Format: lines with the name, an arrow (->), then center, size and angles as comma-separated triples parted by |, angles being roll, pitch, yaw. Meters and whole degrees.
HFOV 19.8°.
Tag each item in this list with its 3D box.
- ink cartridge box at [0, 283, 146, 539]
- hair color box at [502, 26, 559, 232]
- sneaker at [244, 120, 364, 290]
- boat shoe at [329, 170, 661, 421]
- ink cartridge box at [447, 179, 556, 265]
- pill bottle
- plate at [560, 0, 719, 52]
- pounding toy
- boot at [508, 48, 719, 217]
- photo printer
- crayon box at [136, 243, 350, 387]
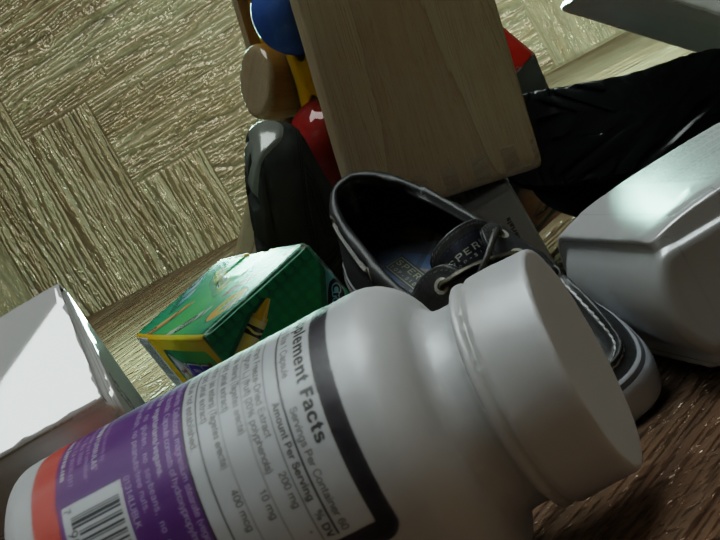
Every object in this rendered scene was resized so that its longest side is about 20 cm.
ink cartridge box -> -0.161, 0.121, 0.824 | 0.200, 0.147, 0.083 | -30, 41, -1
hair color box -> 0.071, -0.073, 1.298 | 0.111, 0.064, 0.200 | -44, -24, -2
sneaker -> 0.000, 0.000, 1.008 | 0.079, 0.200, 0.076 | -16, 42, 9
boat shoe -> 0.048, 0.006, 0.871 | 0.070, 0.066, 0.200 | -35, 35, -12
ink cartridge box -> 0.011, 0.027, 1.155 | 0.199, 0.084, 0.145 | -29, 6, 4
pill bottle -> -0.011, 0.074, 0.704 | 0.200, 0.112, 0.111 | -28, 6, 15
plate -> 0.214, -0.137, 1.130 | 0.200, 0.199, 0.032 | -31, -43, -88
pounding toy -> -0.013, -0.093, 1.117 | 0.142, 0.185, 0.200 | -18, 4, -13
boot -> 0.182, -0.074, 1.186 | 0.199, 0.077, 0.168 | -6, -4, 15
photo printer -> 0.173, -0.027, 0.877 | 0.166, 0.070, 0.200 | -31, 5, -6
crayon box -> -0.026, 0.054, 0.889 | 0.058, 0.119, 0.200 | -42, 8, -11
